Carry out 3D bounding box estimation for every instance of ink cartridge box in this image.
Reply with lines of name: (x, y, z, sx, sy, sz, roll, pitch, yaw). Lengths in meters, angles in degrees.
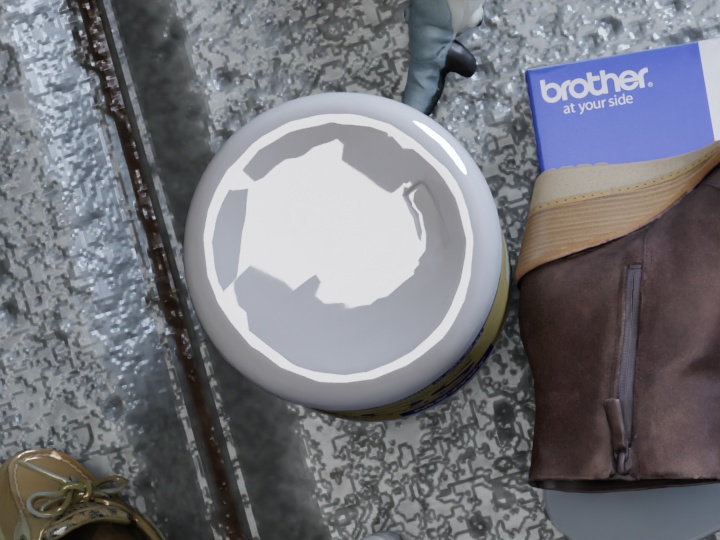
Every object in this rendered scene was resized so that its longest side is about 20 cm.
ink cartridge box: (0.191, -0.071, 1.080, 0.200, 0.044, 0.094, -9, 82, 5)

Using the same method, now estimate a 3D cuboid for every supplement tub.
supplement tub: (0.000, 0.000, 1.015, 0.145, 0.200, 0.146, -1, 83, 6)

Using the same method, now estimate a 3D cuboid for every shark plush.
shark plush: (0.039, -0.174, 1.118, 0.083, 0.091, 0.200, 5, 105, 26)

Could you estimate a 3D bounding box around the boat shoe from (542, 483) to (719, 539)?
boat shoe: (0.189, 0.090, 1.049, 0.199, 0.068, 0.074, -27, 77, 28)

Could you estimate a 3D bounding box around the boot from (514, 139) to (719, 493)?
boot: (0.172, 0.022, 1.001, 0.200, 0.072, 0.167, -8, 68, 21)

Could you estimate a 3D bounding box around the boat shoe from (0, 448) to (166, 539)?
boat shoe: (-0.124, 0.148, 1.043, 0.073, 0.063, 0.200, -19, 46, -32)

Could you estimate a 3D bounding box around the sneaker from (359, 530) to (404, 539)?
sneaker: (0.006, 0.233, 1.055, 0.087, 0.075, 0.200, -4, 83, 10)
